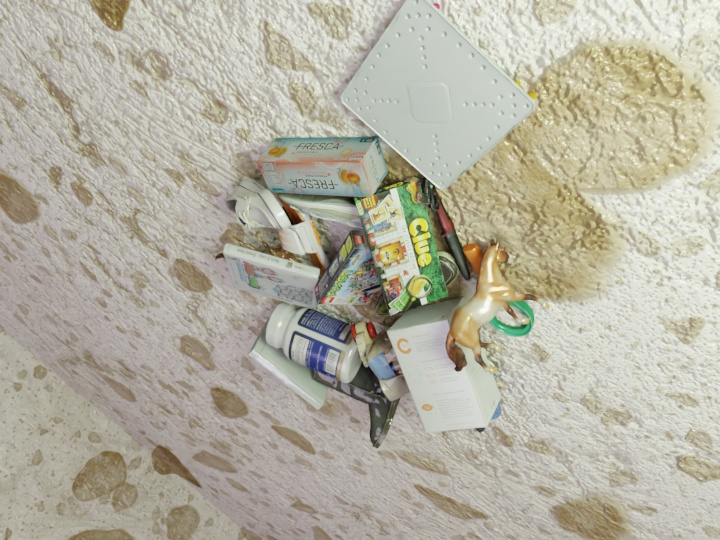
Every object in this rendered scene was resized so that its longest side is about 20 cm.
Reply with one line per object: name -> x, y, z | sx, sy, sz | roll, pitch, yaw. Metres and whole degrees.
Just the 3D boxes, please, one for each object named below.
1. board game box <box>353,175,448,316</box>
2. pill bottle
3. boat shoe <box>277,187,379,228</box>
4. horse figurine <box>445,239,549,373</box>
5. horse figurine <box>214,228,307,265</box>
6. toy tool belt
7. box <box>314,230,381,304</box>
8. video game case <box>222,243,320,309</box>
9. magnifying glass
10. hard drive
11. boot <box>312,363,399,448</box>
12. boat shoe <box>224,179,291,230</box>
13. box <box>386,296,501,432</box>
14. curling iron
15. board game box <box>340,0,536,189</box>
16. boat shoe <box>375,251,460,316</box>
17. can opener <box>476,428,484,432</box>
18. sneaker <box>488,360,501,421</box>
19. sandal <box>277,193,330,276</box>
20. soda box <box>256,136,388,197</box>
board game box -> 0.066, -0.034, 0.939 | 0.103, 0.024, 0.203 | -20, 114, -3
pill bottle -> -0.093, 0.146, 1.262 | 0.197, 0.117, 0.117 | 21, 142, 16
boat shoe -> -0.042, -0.106, 0.981 | 0.198, 0.075, 0.066 | 10, 136, 16
horse figurine -> 0.195, 0.072, 0.929 | 0.132, 0.050, 0.201 | 36, 100, -18
horse figurine -> -0.189, -0.031, 1.181 | 0.197, 0.051, 0.133 | -6, 138, 32
toy tool belt -> 0.076, 0.154, 1.171 | 0.121, 0.126, 0.201 | -23, 126, 12
box -> 0.000, 0.000, 1.051 | 0.108, 0.035, 0.201 | 1, 151, -23
video game case -> -0.169, 0.016, 1.172 | 0.178, 0.024, 0.201 | 15, 158, 0
magnifying glass -> 0.223, 0.037, 0.991 | 0.079, 0.023, 0.201 | -9, 126, 42
hard drive -> -0.151, 0.208, 1.363 | 0.199, 0.133, 0.027 | 41, 118, -12
boot -> -0.015, 0.273, 1.329 | 0.196, 0.185, 0.073 | 19, -177, 1
boat shoe -> -0.180, -0.102, 1.017 | 0.199, 0.065, 0.073 | 36, 160, 51
box -> 0.149, 0.167, 1.060 | 0.123, 0.097, 0.204 | -15, 102, 33
curling iron -> 0.130, -0.060, 0.931 | 0.025, 0.050, 0.202 | -1, 134, 35
board game box -> 0.095, -0.225, 0.786 | 0.199, 0.026, 0.200 | 39, 143, -8
boat shoe -> 0.096, 0.033, 1.041 | 0.073, 0.065, 0.200 | 40, 141, -8
can opener -> 0.211, 0.282, 1.230 | 0.063, 0.079, 0.201 | 30, 163, 49
sneaker -> 0.226, 0.219, 1.147 | 0.076, 0.076, 0.201 | -5, 131, 43
sandal -> -0.107, -0.045, 1.084 | 0.079, 0.059, 0.209 | 32, 154, 49
soda box -> -0.061, -0.162, 0.933 | 0.196, 0.069, 0.064 | 8, 138, 30
